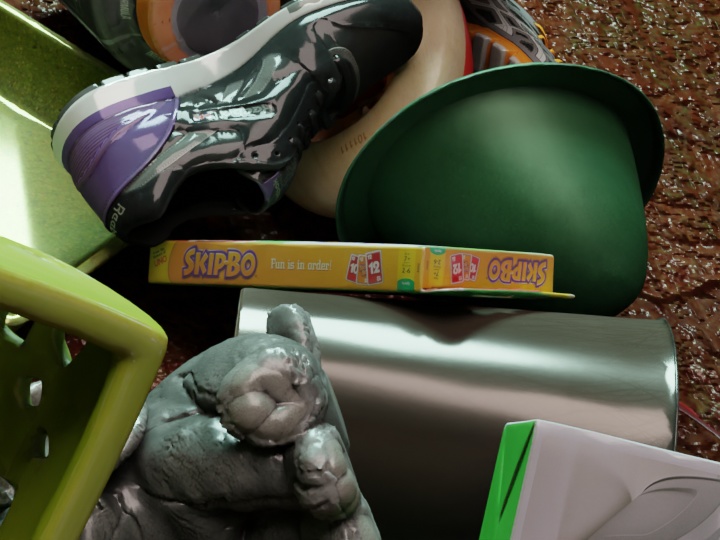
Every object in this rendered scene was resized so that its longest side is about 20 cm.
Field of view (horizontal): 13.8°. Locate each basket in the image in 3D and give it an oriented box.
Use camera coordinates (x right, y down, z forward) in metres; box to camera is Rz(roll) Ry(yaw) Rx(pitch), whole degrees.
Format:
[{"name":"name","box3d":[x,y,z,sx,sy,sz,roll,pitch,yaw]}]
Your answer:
[{"name":"basket","box3d":[0.035,0.077,1.375,0.199,0.136,0.180,8,7,-3]}]

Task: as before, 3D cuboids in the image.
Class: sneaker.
[{"name":"sneaker","box3d":[0.079,-0.113,1.659,0.077,0.078,0.200,-12,47,-37]},{"name":"sneaker","box3d":[-0.046,-0.068,1.478,0.200,0.076,0.088,-25,57,-16]}]

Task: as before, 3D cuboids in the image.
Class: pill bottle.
[{"name":"pill bottle","box3d":[-0.106,-0.163,1.575,0.106,0.107,0.200,-2,21,-21]}]

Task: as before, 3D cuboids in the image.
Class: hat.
[{"name":"hat","box3d":[0.104,0.015,1.453,0.199,0.166,0.176,-5,48,-17]}]

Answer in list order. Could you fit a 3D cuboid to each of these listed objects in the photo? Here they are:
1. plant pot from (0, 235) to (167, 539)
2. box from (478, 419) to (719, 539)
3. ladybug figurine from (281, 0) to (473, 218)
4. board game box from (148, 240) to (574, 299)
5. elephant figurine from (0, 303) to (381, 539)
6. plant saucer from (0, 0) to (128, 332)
[{"name":"plant pot","box3d":[-0.223,0.047,1.121,0.200,0.199,0.181,20,12,-36]},{"name":"box","box3d":[0.128,0.178,1.240,0.176,0.201,0.097,14,-5,-4]},{"name":"ladybug figurine","box3d":[0.007,-0.102,1.593,0.072,0.136,0.200,36,33,-38]},{"name":"board game box","box3d":[0.000,0.000,1.429,0.200,0.030,0.095,5,2,42]},{"name":"elephant figurine","box3d":[-0.100,0.104,1.236,0.200,0.155,0.142,-20,83,1]},{"name":"plant saucer","box3d":[-0.196,-0.050,1.506,0.199,0.048,0.200,32,42,17]}]
